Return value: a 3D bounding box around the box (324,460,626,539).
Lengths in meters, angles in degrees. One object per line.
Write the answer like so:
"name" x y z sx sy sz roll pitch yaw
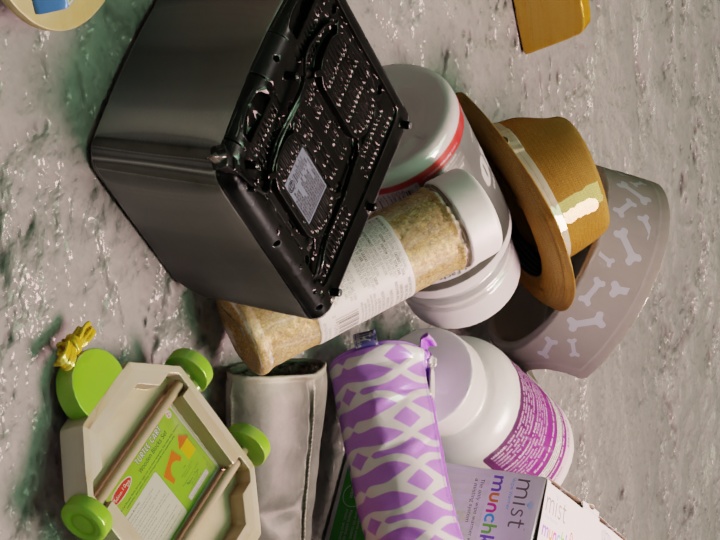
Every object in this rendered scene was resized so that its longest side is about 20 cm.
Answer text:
"box" 0.096 0.220 1.747 0.200 0.176 0.097 42 60 -57

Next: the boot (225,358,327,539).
"boot" -0.046 0.163 1.602 0.182 0.072 0.200 0 89 -63

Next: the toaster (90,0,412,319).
"toaster" -0.069 -0.092 1.439 0.200 0.119 0.181 57 46 -50

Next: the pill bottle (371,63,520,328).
"pill bottle" 0.048 -0.052 1.667 0.114 0.114 0.200 -66 147 -28

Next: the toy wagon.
"toy wagon" -0.137 0.118 1.409 0.200 0.040 0.155 55 42 -21

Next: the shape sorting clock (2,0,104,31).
"shape sorting clock" -0.182 -0.240 1.285 0.200 0.039 0.200 1 90 -72

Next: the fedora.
"fedora" 0.142 -0.067 1.757 0.082 0.201 0.201 -26 128 -10

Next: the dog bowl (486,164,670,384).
"dog bowl" 0.177 0.000 1.854 0.059 0.200 0.200 27 67 -19

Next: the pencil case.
"pencil case" 0.034 0.148 1.636 0.084 0.085 0.200 60 17 -70

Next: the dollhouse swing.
"dollhouse swing" 0.245 -0.302 1.911 0.200 0.176 0.182 -53 139 -45

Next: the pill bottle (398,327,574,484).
"pill bottle" 0.090 0.118 1.780 0.200 0.112 0.112 43 59 -57

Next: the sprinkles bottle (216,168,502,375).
"sprinkles bottle" 0.000 0.000 1.536 0.200 0.068 0.068 -27 127 -16
